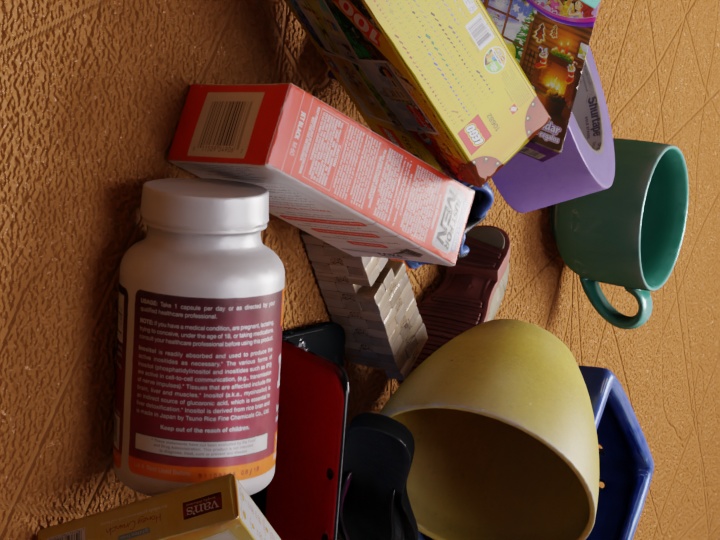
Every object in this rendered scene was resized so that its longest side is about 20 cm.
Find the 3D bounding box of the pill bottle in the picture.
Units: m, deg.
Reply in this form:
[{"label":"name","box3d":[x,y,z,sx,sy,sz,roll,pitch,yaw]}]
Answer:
[{"label":"pill bottle","box3d":[-0.108,0.044,1.137,0.113,0.112,0.203,-15,112,-59]}]

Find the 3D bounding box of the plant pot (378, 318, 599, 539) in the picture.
[{"label":"plant pot","box3d":[0.116,0.126,1.422,0.201,0.198,0.143,70,33,-42]}]

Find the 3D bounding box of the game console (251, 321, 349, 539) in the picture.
[{"label":"game console","box3d":[-0.024,0.154,1.317,0.172,0.118,0.203,-10,107,-60]}]

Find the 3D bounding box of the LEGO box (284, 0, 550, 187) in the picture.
[{"label":"LEGO box","box3d":[0.028,-0.171,1.214,0.077,0.149,0.201,-43,120,-12]}]

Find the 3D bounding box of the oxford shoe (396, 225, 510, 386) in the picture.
[{"label":"oxford shoe","box3d":[0.092,0.051,1.554,0.201,0.070,0.075,-56,149,-35]}]

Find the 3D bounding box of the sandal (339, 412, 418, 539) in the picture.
[{"label":"sandal","box3d":[0.007,0.197,1.407,0.202,0.074,0.048,87,21,-46]}]

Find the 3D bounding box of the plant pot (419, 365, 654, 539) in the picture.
[{"label":"plant pot","box3d":[0.150,0.208,1.588,0.202,0.178,0.200,-67,148,-24]}]

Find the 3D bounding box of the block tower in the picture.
[{"label":"block tower","box3d":[0.000,0.000,1.383,0.054,0.057,0.201,-57,142,-36]}]

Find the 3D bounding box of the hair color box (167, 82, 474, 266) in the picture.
[{"label":"hair color box","box3d":[-0.025,-0.067,1.204,0.199,0.110,0.065,28,75,-43]}]

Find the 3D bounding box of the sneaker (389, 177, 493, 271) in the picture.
[{"label":"sneaker","box3d":[0.085,-0.075,1.485,0.076,0.078,0.201,67,36,-47]}]

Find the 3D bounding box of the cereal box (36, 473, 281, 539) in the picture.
[{"label":"cereal box","box3d":[-0.114,0.220,1.153,0.201,0.142,0.040,63,13,-49]}]

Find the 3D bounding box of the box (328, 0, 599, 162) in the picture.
[{"label":"box","box3d":[0.085,-0.188,1.367,0.039,0.198,0.138,156,-48,-70]}]

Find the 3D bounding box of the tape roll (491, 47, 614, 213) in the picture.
[{"label":"tape roll","box3d":[0.157,-0.158,1.516,0.200,0.084,0.202,50,32,-47]}]

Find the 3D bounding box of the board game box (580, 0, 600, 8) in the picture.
[{"label":"board game box","box3d":[0.098,-0.291,1.331,0.045,0.200,0.152,-55,154,13]}]

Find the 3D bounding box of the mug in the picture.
[{"label":"mug","box3d":[0.265,-0.048,1.792,0.152,0.113,0.187,42,63,-58]}]
